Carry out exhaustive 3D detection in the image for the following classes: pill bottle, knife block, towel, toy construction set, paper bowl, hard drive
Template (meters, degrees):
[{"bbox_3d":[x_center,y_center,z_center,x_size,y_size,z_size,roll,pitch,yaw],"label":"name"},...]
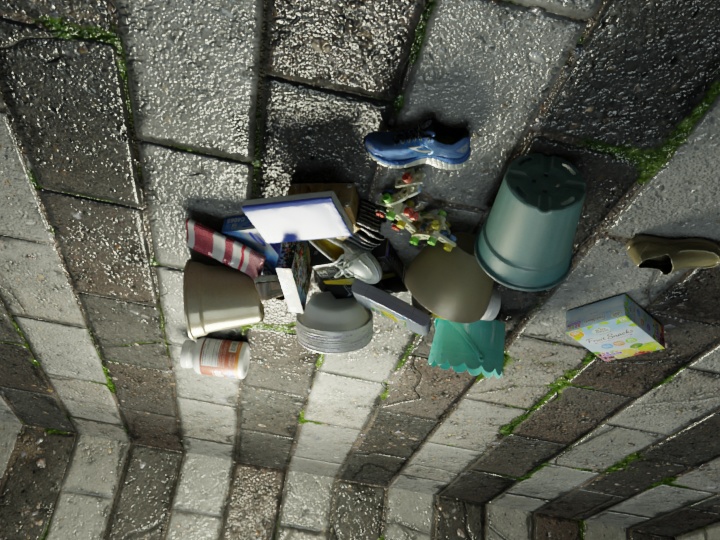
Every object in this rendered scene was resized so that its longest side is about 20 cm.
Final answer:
[{"bbox_3d":[-0.446,0.266,2.199,0.197,0.114,0.113,6,149,4],"label":"pill bottle"},{"bbox_3d":[-0.047,-0.109,1.536,0.197,0.065,0.176,1,147,12],"label":"knife block"},{"bbox_3d":[0.229,0.065,1.702,0.197,0.113,0.111,11,150,-23],"label":"pill bottle"},{"bbox_3d":[-0.319,-0.047,1.679,0.198,0.023,0.144,26,157,-3],"label":"towel"},{"bbox_3d":[0.110,-0.118,1.458,0.130,0.093,0.201,15,151,41],"label":"toy construction set"},{"bbox_3d":[-0.066,0.122,1.817,0.197,0.201,0.106,3,112,9],"label":"paper bowl"},{"bbox_3d":[-0.127,-0.107,1.473,0.197,0.026,0.132,-4,147,20],"label":"hard drive"}]

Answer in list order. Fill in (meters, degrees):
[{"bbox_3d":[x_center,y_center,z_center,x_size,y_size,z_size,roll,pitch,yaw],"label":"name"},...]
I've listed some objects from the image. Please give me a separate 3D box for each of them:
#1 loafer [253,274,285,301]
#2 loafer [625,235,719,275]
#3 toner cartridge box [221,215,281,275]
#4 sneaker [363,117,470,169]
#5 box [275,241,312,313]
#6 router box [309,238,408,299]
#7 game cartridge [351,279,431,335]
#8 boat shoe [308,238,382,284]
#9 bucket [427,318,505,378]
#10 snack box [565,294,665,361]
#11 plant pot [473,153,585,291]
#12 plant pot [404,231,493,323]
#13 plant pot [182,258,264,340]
[{"bbox_3d":[-0.207,0.048,1.757,0.071,0.064,0.200,-6,174,16],"label":"loafer"},{"bbox_3d":[0.660,-0.025,1.504,0.197,0.068,0.076,4,149,7],"label":"loafer"},{"bbox_3d":[-0.235,-0.055,1.689,0.094,0.044,0.200,-6,146,22],"label":"toner cartridge box"},{"bbox_3d":[0.104,-0.239,1.292,0.196,0.079,0.090,0,142,-3],"label":"sneaker"},{"bbox_3d":[-0.149,-0.010,1.651,0.037,0.138,0.201,5,149,8],"label":"box"},{"bbox_3d":[0.000,0.000,1.715,0.197,0.053,0.158,-6,146,23],"label":"router box"},{"bbox_3d":[0.071,0.087,1.666,0.198,0.041,0.134,26,165,13],"label":"game cartridge"},{"bbox_3d":[-0.039,-0.028,1.586,0.202,0.086,0.074,43,126,-12],"label":"boat shoe"},{"bbox_3d":[0.275,0.191,1.835,0.204,0.137,0.207,10,169,2],"label":"bucket"},{"bbox_3d":[0.638,0.149,1.796,0.199,0.069,0.168,33,142,-32],"label":"snack box"},{"bbox_3d":[0.330,-0.100,1.357,0.197,0.202,0.197,7,142,2],"label":"plant pot"},{"bbox_3d":[0.211,-0.004,1.554,0.197,0.202,0.136,16,124,-14],"label":"plant pot"},{"bbox_3d":[-0.336,0.067,1.798,0.180,0.203,0.201,-4,149,-3],"label":"plant pot"}]
